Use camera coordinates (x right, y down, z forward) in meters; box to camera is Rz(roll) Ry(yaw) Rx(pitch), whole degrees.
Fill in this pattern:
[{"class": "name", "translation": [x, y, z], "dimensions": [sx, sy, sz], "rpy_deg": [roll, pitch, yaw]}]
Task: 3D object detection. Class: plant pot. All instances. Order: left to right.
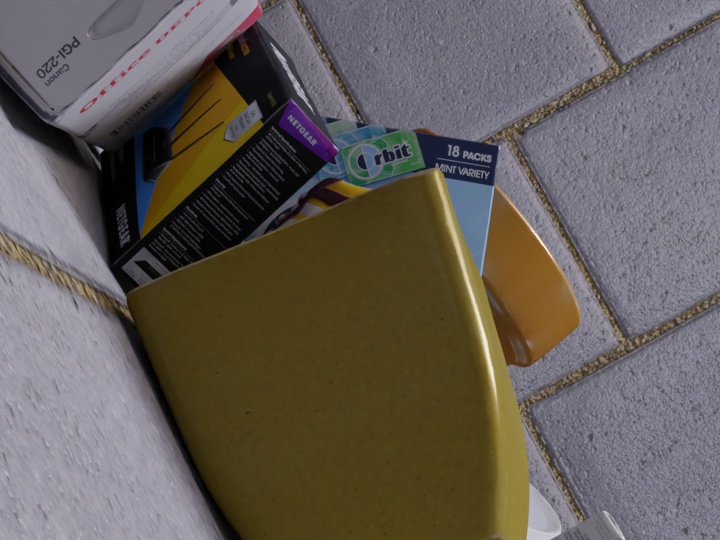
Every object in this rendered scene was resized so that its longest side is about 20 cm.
[{"class": "plant pot", "translation": [0.004, 0.097, 0.909], "dimensions": [0.196, 0.192, 0.202], "rpy_deg": [59, 10, -67]}, {"class": "plant pot", "translation": [0.039, 0.026, 1.207], "dimensions": [0.201, 0.183, 0.200], "rpy_deg": [49, -8, 9]}]

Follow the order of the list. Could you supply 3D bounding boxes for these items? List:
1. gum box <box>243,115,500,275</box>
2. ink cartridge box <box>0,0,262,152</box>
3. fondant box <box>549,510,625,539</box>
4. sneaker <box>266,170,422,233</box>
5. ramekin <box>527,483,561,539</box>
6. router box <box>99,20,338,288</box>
[{"class": "gum box", "translation": [0.000, 0.000, 1.089], "dimensions": [0.045, 0.168, 0.203], "rpy_deg": [131, -32, -85]}, {"class": "ink cartridge box", "translation": [-0.143, -0.155, 0.948], "dimensions": [0.085, 0.145, 0.200], "rpy_deg": [47, 0, -1]}, {"class": "fondant box", "translation": [0.117, 0.278, 1.058], "dimensions": [0.145, 0.198, 0.058], "rpy_deg": [61, 2, -11]}, {"class": "sneaker", "translation": [-0.037, -0.010, 1.032], "dimensions": [0.075, 0.197, 0.091], "rpy_deg": [91, -12, -60]}, {"class": "ramekin", "translation": [0.072, 0.206, 1.277], "dimensions": [0.199, 0.106, 0.200], "rpy_deg": [33, 10, -6]}, {"class": "router box", "translation": [-0.098, -0.075, 1.005], "dimensions": [0.051, 0.149, 0.200], "rpy_deg": [45, 8, -25]}]
